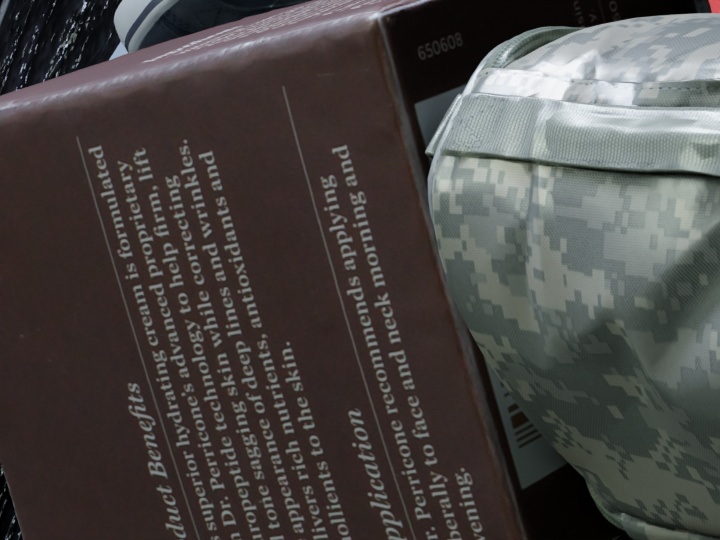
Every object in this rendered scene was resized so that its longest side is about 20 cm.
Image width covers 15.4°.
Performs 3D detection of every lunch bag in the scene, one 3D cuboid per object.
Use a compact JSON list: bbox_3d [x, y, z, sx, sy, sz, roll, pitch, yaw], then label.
[{"bbox_3d":[0.128,0.006,0.656,0.199,0.167,0.140,9,71,51],"label":"lunch bag"}]

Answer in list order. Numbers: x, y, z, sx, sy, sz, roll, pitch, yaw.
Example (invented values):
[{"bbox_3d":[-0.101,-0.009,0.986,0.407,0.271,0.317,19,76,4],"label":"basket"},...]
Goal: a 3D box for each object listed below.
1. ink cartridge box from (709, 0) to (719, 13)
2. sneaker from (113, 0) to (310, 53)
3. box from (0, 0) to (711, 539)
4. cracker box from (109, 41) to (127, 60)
[{"bbox_3d":[0.096,-0.135,0.995,0.162,0.050,0.200,-59,26,16],"label":"ink cartridge box"},{"bbox_3d":[0.001,-0.107,0.989,0.199,0.078,0.080,-27,80,22],"label":"sneaker"},{"bbox_3d":[0.000,0.000,0.821,0.199,0.164,0.167,-9,101,40],"label":"box"},{"bbox_3d":[-0.047,-0.082,1.148,0.200,0.057,0.135,-47,43,50],"label":"cracker box"}]
